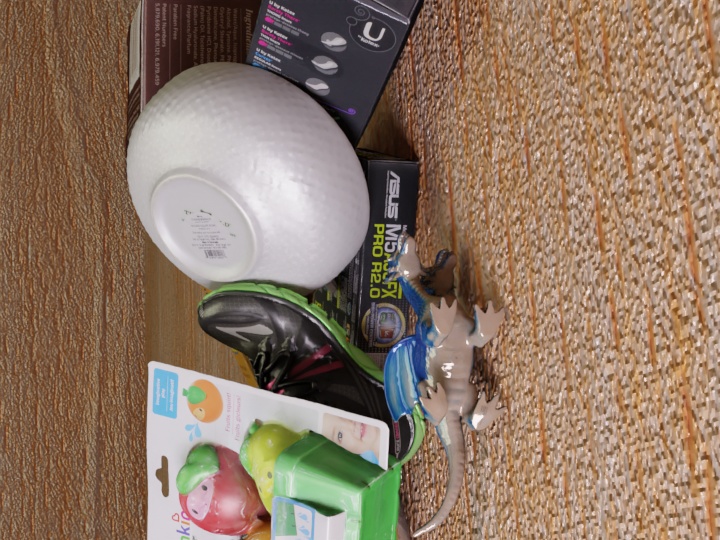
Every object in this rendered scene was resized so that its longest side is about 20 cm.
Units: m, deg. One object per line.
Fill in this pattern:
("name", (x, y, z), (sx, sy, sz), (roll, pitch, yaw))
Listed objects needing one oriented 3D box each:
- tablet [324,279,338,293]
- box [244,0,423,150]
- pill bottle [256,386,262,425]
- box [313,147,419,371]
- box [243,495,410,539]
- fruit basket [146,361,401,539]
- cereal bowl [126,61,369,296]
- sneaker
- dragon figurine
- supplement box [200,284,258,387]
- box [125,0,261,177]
("tablet", (-0.086, -0.073, 1.038), (0.200, 0.014, 0.130), (57, 173, -17))
("box", (-0.016, -0.188, 0.927), (0.200, 0.106, 0.122), (118, 175, -61))
("pill bottle", (-0.056, 0.204, 1.103), (0.111, 0.111, 0.200), (-160, 72, -74))
("box", (0.000, 0.000, 1.041), (0.160, 0.044, 0.200), (-149, 62, -73))
("box", (-0.038, 0.231, 0.958), (0.048, 0.158, 0.200), (54, -164, -44))
("fruit basket", (-0.074, 0.172, 0.869), (0.094, 0.200, 0.186), (-30, -53, -63))
("cereal bowl", (-0.098, -0.053, 0.939), (0.083, 0.200, 0.200), (-51, -18, -46))
("sneaker", (-0.043, 0.082, 0.923), (0.084, 0.200, 0.077), (-50, -8, -37))
("dragon figurine", (0.051, 0.071, 0.816), (0.099, 0.059, 0.200), (156, 114, -73))
("supplement box", (-0.093, 0.066, 1.187), (0.200, 0.069, 0.067), (66, 166, -4))
("box", (-0.127, -0.176, 1.225), (0.166, 0.200, 0.165), (171, 99, -75))
